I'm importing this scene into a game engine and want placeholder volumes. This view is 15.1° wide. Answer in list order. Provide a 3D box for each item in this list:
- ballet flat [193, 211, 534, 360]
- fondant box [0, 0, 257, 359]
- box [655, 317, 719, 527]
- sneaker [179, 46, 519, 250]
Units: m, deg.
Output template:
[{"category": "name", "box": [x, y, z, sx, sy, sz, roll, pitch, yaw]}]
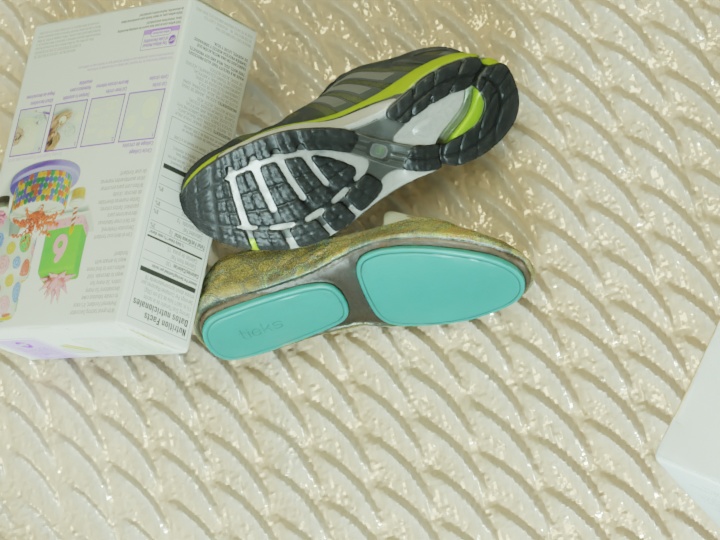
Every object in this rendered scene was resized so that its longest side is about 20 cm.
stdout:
[{"category": "ballet flat", "box": [0.000, 0.000, 1.539, 0.200, 0.071, 0.071, -12, 68, 14]}, {"category": "fondant box", "box": [-0.147, -0.052, 1.582, 0.144, 0.058, 0.200, -4, 67, 45]}, {"category": "box", "box": [0.243, 0.068, 1.345, 0.106, 0.200, 0.152, 22, 80, 24]}, {"category": "sneaker", "box": [-0.011, -0.072, 1.544, 0.200, 0.074, 0.081, -21, 23, -11]}]
